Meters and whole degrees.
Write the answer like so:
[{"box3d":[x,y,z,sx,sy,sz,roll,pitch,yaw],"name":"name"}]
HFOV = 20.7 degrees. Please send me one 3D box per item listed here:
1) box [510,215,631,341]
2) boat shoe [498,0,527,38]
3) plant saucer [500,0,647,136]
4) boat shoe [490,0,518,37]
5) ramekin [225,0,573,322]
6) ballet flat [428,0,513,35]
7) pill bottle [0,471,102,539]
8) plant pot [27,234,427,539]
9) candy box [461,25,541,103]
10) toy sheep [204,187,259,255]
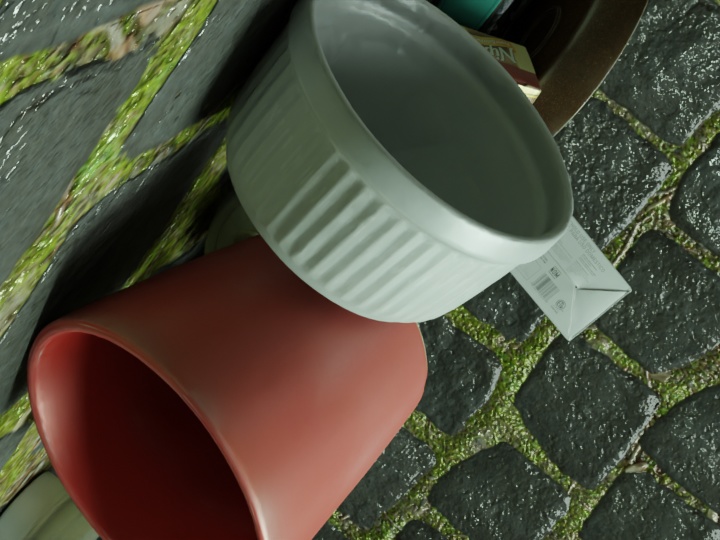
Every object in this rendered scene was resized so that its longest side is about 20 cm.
[{"box3d":[0.131,-0.025,1.481,0.060,0.117,0.200,-40,-174,4],"name":"box"},{"box3d":[0.111,-0.217,1.594,0.200,0.072,0.068,-51,137,-11],"name":"boat shoe"},{"box3d":[0.143,-0.168,1.482,0.200,0.034,0.200,-51,-163,21],"name":"plant saucer"},{"box3d":[0.139,-0.264,1.517,0.200,0.060,0.074,-51,177,2],"name":"boat shoe"},{"box3d":[0.016,-0.063,1.135,0.105,0.200,0.200,-43,179,30],"name":"ramekin"},{"box3d":[0.061,-0.176,1.453,0.200,0.072,0.072,-53,175,32],"name":"ballet flat"},{"box3d":[-0.184,0.244,1.477,0.111,0.200,0.111,-51,175,-6],"name":"pill bottle"},{"box3d":[-0.068,0.074,1.171,0.177,0.200,0.200,-37,167,-36],"name":"plant pot"},{"box3d":[0.030,-0.090,1.440,0.200,0.115,0.055,-56,-148,34],"name":"candy box"},{"box3d":[-0.043,-0.015,1.338,0.138,0.138,0.200,-52,159,9],"name":"toy sheep"}]
